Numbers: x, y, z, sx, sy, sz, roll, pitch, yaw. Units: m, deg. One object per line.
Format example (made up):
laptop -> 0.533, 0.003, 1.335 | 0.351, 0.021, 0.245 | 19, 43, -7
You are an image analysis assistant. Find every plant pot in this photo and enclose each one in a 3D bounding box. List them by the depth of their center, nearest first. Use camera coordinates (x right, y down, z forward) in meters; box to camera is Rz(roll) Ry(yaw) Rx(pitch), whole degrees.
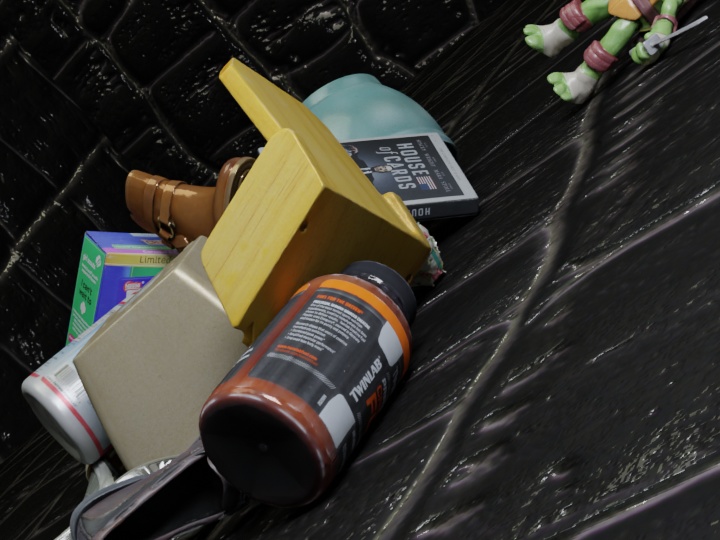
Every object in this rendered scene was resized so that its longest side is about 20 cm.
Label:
plant pot -> -0.145, 0.086, 1.215 | 0.200, 0.177, 0.200 | -41, 9, 11
plant pot -> -0.001, -0.145, 1.569 | 0.200, 0.135, 0.200 | -24, -21, -10

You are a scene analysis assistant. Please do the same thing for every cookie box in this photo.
cookie box -> -0.234, 0.064, 1.467 | 0.075, 0.171, 0.201 | 31, 114, 51

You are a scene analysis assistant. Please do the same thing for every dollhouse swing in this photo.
dollhouse swing -> -0.068, -0.044, 1.111 | 0.182, 0.176, 0.200 | -57, -29, 5

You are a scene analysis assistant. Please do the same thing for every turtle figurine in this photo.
turtle figurine -> 0.241, -0.263, 1.300 | 0.194, 0.144, 0.200 | -41, 4, 34

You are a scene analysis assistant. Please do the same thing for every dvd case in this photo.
dvd case -> 0.005, -0.091, 1.353 | 0.199, 0.025, 0.150 | -7, 33, -12

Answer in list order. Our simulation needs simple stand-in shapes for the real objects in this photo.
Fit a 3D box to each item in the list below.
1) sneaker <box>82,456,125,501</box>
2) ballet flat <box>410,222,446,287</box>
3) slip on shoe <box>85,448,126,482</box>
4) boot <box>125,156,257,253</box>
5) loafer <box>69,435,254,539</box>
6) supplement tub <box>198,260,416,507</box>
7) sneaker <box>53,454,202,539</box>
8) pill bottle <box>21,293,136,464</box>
sneaker -> -0.250, 0.239, 1.304 | 0.079, 0.074, 0.200 | -49, 9, -7
ballet flat -> 0.000, 0.000, 1.250 | 0.200, 0.064, 0.076 | -5, 51, 49
slip on shoe -> -0.255, 0.183, 1.606 | 0.200, 0.076, 0.061 | -50, 15, 3
boot -> -0.165, -0.069, 1.328 | 0.077, 0.155, 0.200 | -49, -20, -25
loafer -> -0.122, 0.168, 1.008 | 0.199, 0.072, 0.063 | -26, 15, -17
supplement tub -> -0.028, 0.074, 0.979 | 0.107, 0.107, 0.200 | -35, 12, 42
sneaker -> -0.200, 0.231, 1.106 | 0.200, 0.075, 0.106 | -32, -18, -24
pill bottle -> -0.237, 0.095, 1.355 | 0.200, 0.109, 0.109 | -41, 7, -22
